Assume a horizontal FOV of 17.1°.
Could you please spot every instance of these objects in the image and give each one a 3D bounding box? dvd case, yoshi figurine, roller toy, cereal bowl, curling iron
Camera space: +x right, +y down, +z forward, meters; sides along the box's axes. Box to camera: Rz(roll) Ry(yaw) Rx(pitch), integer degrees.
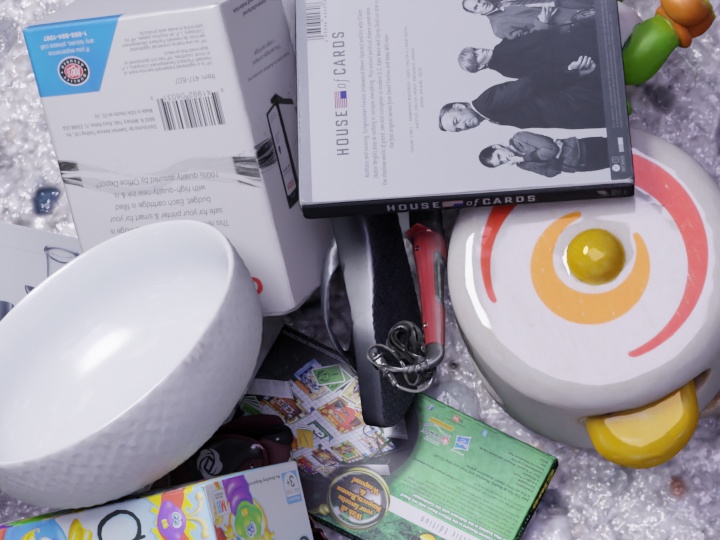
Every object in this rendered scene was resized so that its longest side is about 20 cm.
[{"bbox_3d":[0.061,-0.107,1.453,0.200,0.025,0.151,-4,63,4],"label":"dvd case"},{"bbox_3d":[0.120,-0.131,1.517,0.200,0.112,0.112,-42,108,9],"label":"yoshi figurine"},{"bbox_3d":[0.146,0.011,1.476,0.182,0.140,0.200,22,77,14],"label":"roller toy"},{"bbox_3d":[-0.139,0.067,1.419,0.200,0.083,0.200,-26,31,17],"label":"cereal bowl"},{"bbox_3d":[0.032,-0.013,1.475,0.049,0.026,0.200,-10,55,19],"label":"curling iron"}]

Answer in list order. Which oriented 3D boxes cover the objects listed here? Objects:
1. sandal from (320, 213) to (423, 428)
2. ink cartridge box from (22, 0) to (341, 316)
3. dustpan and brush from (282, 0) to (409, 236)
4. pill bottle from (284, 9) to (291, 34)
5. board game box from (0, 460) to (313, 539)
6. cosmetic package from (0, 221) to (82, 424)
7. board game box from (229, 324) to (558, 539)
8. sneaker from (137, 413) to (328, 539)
[{"bbox_3d":[0.000,0.000,1.502,0.043,0.076,0.201,-9,87,25],"label":"sandal"},{"bbox_3d":[-0.109,-0.075,1.498,0.146,0.084,0.200,-3,111,27],"label":"ink cartridge box"},{"bbox_3d":[-0.031,-0.112,1.540,0.139,0.200,0.057,-7,37,6],"label":"dustpan and brush"},{"bbox_3d":[0.041,-0.213,1.576,0.200,0.114,0.114,-12,71,3],"label":"pill bottle"},{"bbox_3d":[-0.135,0.186,1.425,0.200,0.105,0.103,-14,87,30],"label":"board game box"},{"bbox_3d":[-0.243,0.044,1.499,0.052,0.200,0.151,-25,62,46],"label":"cosmetic package"},{"bbox_3d":[0.014,0.123,1.520,0.200,0.023,0.105,26,75,15],"label":"board game box"},{"bbox_3d":[-0.046,0.159,1.464,0.200,0.076,0.116,31,116,15],"label":"sneaker"}]
